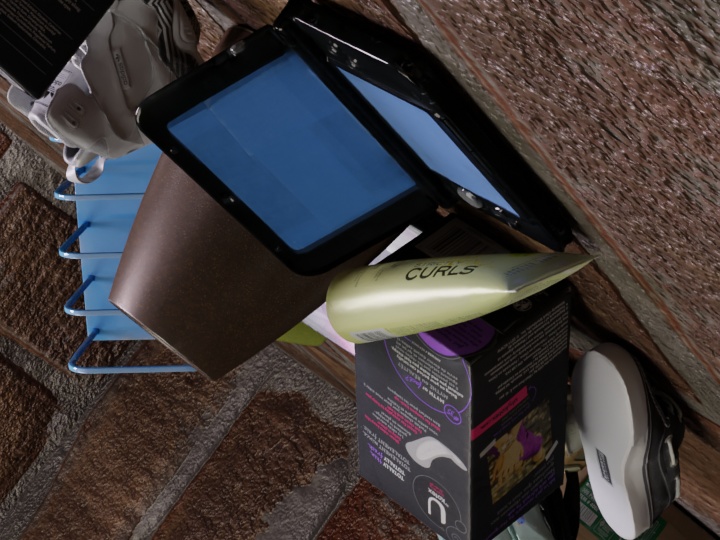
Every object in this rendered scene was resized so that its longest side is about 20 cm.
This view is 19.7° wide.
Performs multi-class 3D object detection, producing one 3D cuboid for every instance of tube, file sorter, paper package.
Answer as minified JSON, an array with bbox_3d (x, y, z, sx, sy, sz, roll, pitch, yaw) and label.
[{"bbox_3d":[0.057,0.011,1.308,0.052,0.058,0.199,37,153,-28],"label":"tube"},{"bbox_3d":[-0.170,-0.028,1.666,0.137,0.202,0.123,-1,-166,6],"label":"file sorter"},{"bbox_3d":[0.258,0.264,2.120,0.200,0.104,0.191,39,172,-10],"label":"paper package"}]

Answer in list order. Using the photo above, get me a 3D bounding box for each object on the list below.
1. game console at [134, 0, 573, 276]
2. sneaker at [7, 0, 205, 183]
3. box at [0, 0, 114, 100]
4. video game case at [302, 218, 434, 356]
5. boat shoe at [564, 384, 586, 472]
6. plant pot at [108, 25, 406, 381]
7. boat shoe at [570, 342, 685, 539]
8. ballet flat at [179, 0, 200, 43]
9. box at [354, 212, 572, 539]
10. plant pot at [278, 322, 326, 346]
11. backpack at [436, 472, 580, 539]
[{"bbox_3d":[-0.001,-0.055,1.221,0.175,0.117,0.200,32,172,44],"label":"game console"},{"bbox_3d":[-0.173,-0.152,1.309,0.075,0.115,0.201,28,148,51],"label":"sneaker"},{"bbox_3d":[-0.221,-0.217,1.174,0.200,0.141,0.079,42,174,-34],"label":"box"},{"bbox_3d":[0.000,0.000,1.574,0.199,0.019,0.143,32,130,5],"label":"video game case"},{"bbox_3d":[0.185,0.124,1.681,0.072,0.076,0.200,67,-165,0],"label":"boat shoe"},{"bbox_3d":[-0.078,-0.032,1.430,0.186,0.201,0.187,37,173,5],"label":"plant pot"},{"bbox_3d":[0.206,0.117,1.533,0.072,0.068,0.201,41,156,42],"label":"boat shoe"},{"bbox_3d":[-0.190,-0.216,1.392,0.200,0.068,0.075,39,158,9],"label":"ballet flat"},{"bbox_3d":[0.072,0.082,1.478,0.122,0.106,0.201,35,144,33],"label":"box"},{"bbox_3d":[-0.103,-0.020,1.836,0.199,0.188,0.187,29,175,-11],"label":"plant pot"},{"bbox_3d":[0.107,0.164,1.742,0.202,0.126,0.167,69,-165,6],"label":"backpack"}]
